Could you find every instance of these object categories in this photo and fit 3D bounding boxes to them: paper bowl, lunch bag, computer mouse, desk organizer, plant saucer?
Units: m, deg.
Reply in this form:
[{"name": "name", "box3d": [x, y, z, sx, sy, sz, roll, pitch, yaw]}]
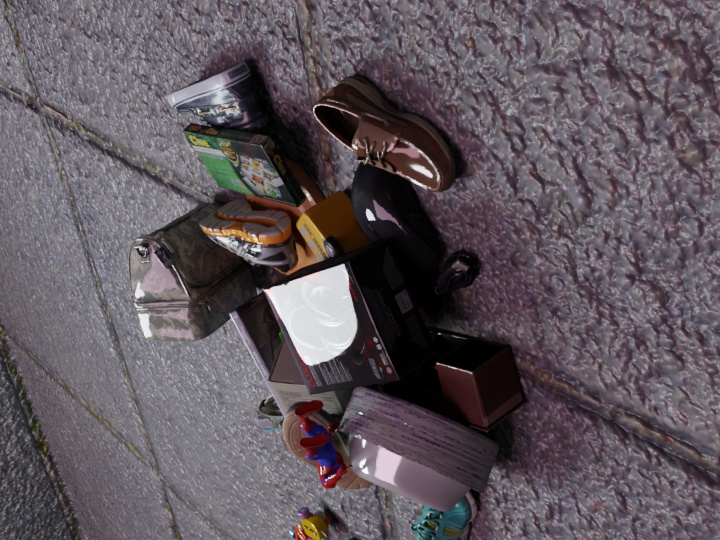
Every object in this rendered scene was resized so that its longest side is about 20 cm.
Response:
[{"name": "paper bowl", "box3d": [0.066, 0.229, 1.256, 0.198, 0.106, 0.201, 21, 170, 4]}, {"name": "lunch bag", "box3d": [-0.264, -0.001, 1.549, 0.137, 0.200, 0.170, -3, 110, 28]}, {"name": "computer mouse", "box3d": [0.046, -0.045, 1.194, 0.201, 0.052, 0.139, 56, 151, 6]}, {"name": "desk organizer", "box3d": [0.104, 0.127, 1.240, 0.199, 0.071, 0.078, 9, 121, 53]}, {"name": "plant saucer", "box3d": [-0.103, -0.066, 1.422, 0.200, 0.032, 0.202, 38, 144, 34]}]

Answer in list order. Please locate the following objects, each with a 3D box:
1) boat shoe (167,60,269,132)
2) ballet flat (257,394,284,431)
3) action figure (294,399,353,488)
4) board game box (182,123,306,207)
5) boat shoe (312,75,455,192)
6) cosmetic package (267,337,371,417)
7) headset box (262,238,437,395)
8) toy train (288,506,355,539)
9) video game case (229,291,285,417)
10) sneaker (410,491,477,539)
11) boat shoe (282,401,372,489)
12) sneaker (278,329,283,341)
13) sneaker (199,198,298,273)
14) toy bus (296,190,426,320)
[{"name": "boat shoe", "box3d": [-0.201, -0.223, 1.395, 0.199, 0.070, 0.092, 0, 118, 57]}, {"name": "ballet flat", "box3d": [-0.119, 0.234, 1.673, 0.199, 0.072, 0.073, -12, 106, 57]}, {"name": "action figure", "box3d": [-0.040, 0.220, 1.221, 0.201, 0.051, 0.066, 80, 173, -62]}, {"name": "board game box", "box3d": [-0.159, -0.145, 1.360, 0.199, 0.023, 0.105, 18, 148, 48]}, {"name": "boat shoe", "box3d": [0.023, -0.143, 1.125, 0.199, 0.071, 0.076, 39, 144, 32]}, {"name": "cosmetic package", "box3d": [-0.044, 0.180, 1.410, 0.102, 0.088, 0.201, 4, 142, 20]}, {"name": "headset box", "box3d": [-0.022, 0.062, 1.218, 0.199, 0.077, 0.151, -16, 100, 49]}, {"name": "toy train", "box3d": [-0.057, 0.503, 1.828, 0.199, 0.055, 0.152, 36, 144, 40]}, {"name": "video game case", "box3d": [-0.112, 0.129, 1.510, 0.019, 0.143, 0.202, -25, 95, 26]}, {"name": "sneaker", "box3d": [0.113, 0.352, 1.410, 0.077, 0.079, 0.202, 35, 141, 36]}, {"name": "boat shoe", "box3d": [-0.042, 0.224, 1.336, 0.071, 0.065, 0.200, -20, 136, 21]}, {"name": "sneaker", "box3d": [-0.048, 0.084, 1.415, 0.079, 0.085, 0.199, 61, 149, -3]}, {"name": "sneaker", "box3d": [-0.160, -0.046, 1.424, 0.199, 0.078, 0.078, 20, 141, 49]}, {"name": "toy bus", "box3d": [0.000, 0.000, 1.284, 0.201, 0.065, 0.078, 57, 157, 5]}]
